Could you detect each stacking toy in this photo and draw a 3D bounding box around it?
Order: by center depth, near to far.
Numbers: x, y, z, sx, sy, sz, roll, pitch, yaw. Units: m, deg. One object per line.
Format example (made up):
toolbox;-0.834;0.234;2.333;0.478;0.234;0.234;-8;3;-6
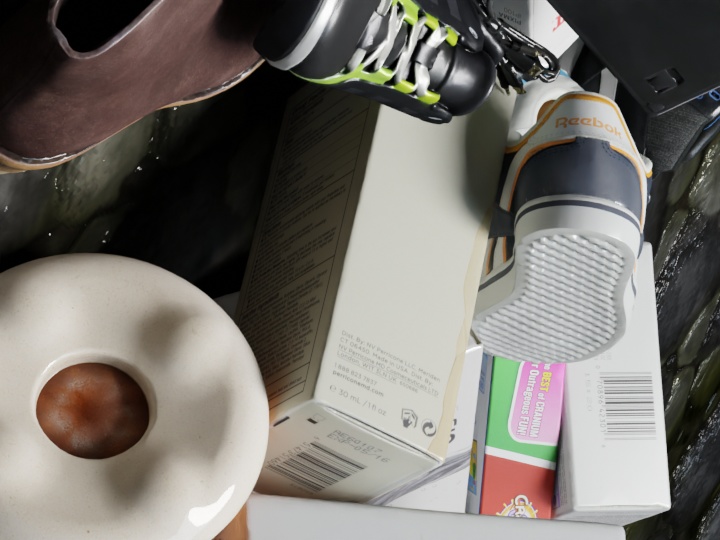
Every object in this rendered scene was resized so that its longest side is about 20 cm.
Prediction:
stacking toy;-0.123;0.097;1.099;0.146;0.146;0.200;-47;168;-28

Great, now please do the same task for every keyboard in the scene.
keyboard;0.082;-0.139;1.086;0.200;0.127;0.021;46;38;-28

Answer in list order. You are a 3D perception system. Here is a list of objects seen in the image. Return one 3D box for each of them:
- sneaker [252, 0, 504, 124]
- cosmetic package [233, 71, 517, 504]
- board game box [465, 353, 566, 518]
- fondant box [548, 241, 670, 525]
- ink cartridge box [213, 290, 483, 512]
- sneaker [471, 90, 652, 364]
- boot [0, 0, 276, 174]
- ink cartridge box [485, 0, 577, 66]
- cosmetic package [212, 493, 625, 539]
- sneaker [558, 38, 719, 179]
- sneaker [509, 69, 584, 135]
sneaker;0.020;-0.100;1.018;0.072;0.083;0.200;-61;171;10
cosmetic package;0.000;0.000;1.127;0.104;0.073;0.200;-31;-142;51
board game box;0.064;0.093;1.364;0.153;0.040;0.200;-130;-138;-69
fondant box;0.107;0.073;1.393;0.200;0.058;0.144;141;-52;-71
ink cartridge box;-0.026;0.099;1.258;0.146;0.083;0.200;-19;139;-20
sneaker;0.097;-0.017;1.182;0.200;0.078;0.079;109;-12;-69
boot;-0.060;-0.109;0.950;0.200;0.072;0.166;-40;-177;-26
ink cartridge box;0.090;-0.217;1.177;0.147;0.083;0.200;-45;151;-31
cosmetic package;0.001;0.203;1.137;0.165;0.200;0.165;-32;-125;56
sneaker;0.184;-0.147;1.422;0.073;0.112;0.200;-24;137;-55
sneaker;0.041;-0.056;1.278;0.200;0.081;0.077;-40;150;-36
